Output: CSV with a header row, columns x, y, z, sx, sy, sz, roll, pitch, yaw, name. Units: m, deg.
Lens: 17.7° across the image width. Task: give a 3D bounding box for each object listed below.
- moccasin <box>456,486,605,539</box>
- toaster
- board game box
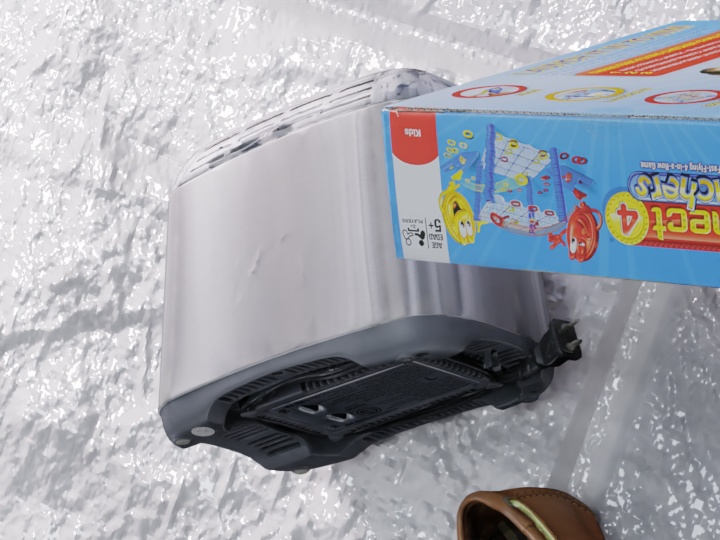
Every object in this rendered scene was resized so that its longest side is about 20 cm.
x,y,z,sx,sy,sz,roll,pitch,yaw,name
0.092,0.172,0.893,0.073,0.077,0.203,-34,60,29,moccasin
0.000,0.000,0.988,0.199,0.113,0.130,-21,65,36,toaster
0.144,-0.046,0.821,0.195,0.199,0.056,5,107,40,board game box
